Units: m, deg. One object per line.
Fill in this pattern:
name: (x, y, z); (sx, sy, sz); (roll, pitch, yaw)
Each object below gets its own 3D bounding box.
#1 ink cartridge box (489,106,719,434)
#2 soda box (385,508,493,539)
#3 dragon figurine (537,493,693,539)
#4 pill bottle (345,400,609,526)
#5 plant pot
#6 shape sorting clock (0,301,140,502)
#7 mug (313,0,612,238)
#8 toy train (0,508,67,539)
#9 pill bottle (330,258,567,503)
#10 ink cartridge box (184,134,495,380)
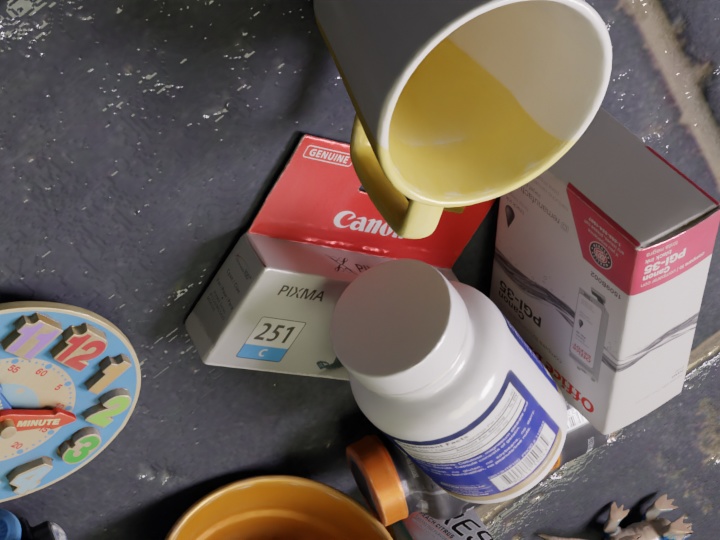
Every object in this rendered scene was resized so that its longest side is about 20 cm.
ink cartridge box: (0.173, 0.000, 1.223); (0.083, 0.147, 0.200); (-26, 141, -25)
soda box: (0.080, 0.249, 1.379); (0.064, 0.200, 0.068); (-18, 137, -18)
dragon figurine: (0.262, 0.278, 1.644); (0.200, 0.059, 0.100); (-11, 135, -27)
pill bottle: (0.090, 0.132, 1.342); (0.200, 0.106, 0.106); (-24, 140, -11)
plant pot: (-0.073, 0.293, 1.343); (0.200, 0.200, 0.183); (-16, 153, -20)
shape sorting clock: (-0.244, 0.096, 1.129); (0.200, 0.039, 0.200); (-19, 138, -18)
mug: (0.034, -0.130, 0.998); (0.187, 0.153, 0.149); (-46, 140, 15)
toy train: (-0.294, 0.253, 1.196); (0.200, 0.114, 0.087); (-26, 140, -10)
pill bottle: (0.061, 0.076, 1.185); (0.120, 0.120, 0.200); (-37, 141, 4)
ink cartridge box: (0.000, 0.000, 1.195); (0.200, 0.045, 0.176); (9, 126, -40)
